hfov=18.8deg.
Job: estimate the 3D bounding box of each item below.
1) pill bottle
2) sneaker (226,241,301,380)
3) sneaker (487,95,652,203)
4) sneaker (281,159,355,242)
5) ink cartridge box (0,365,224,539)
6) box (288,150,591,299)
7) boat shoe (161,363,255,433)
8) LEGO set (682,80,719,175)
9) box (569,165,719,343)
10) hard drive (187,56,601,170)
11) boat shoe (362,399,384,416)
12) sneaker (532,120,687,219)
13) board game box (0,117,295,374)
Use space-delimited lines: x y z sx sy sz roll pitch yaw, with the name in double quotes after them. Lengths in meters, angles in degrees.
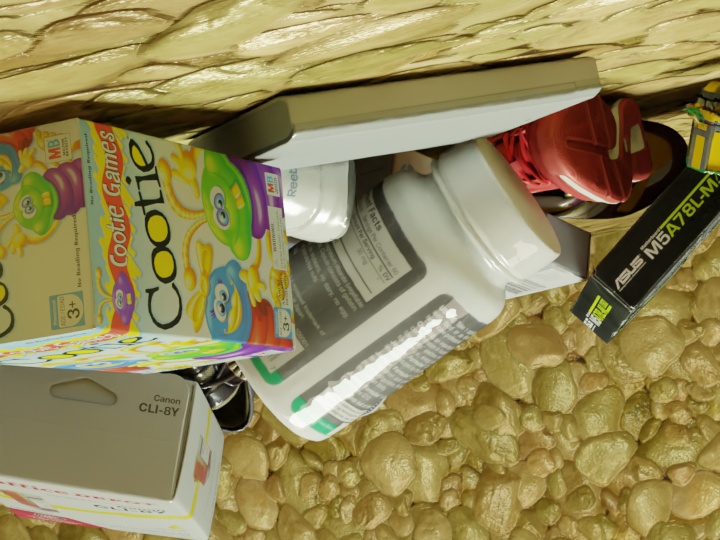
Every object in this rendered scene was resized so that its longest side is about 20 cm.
0.019 0.009 1.366 0.200 0.113 0.113 -35 171 13 "pill bottle"
0.000 0.000 1.484 0.200 0.071 0.112 -29 -172 14 "sneaker"
0.118 -0.069 1.440 0.115 0.079 0.200 -15 175 22 "sneaker"
-0.086 -0.043 1.346 0.087 0.075 0.200 8 162 -33 "sneaker"
-0.175 0.121 1.453 0.145 0.084 0.200 7 166 4 "ink cartridge box"
0.042 -0.026 1.559 0.200 0.041 0.156 21 156 -38 "box"
-0.109 0.066 1.511 0.072 0.065 0.200 -33 161 -4 "boat shoe"
0.312 -0.115 1.396 0.199 0.116 0.154 -6 -156 -31 "LEGO set"
0.238 -0.042 1.580 0.200 0.047 0.193 -48 175 -4 "box"
0.018 -0.085 1.226 0.199 0.026 0.132 -11 177 -30 "hard drive"
-0.039 0.017 1.621 0.071 0.200 0.070 -34 142 21 "boat shoe"
0.164 -0.071 1.594 0.199 0.075 0.090 -12 -178 -20 "sneaker"
-0.127 -0.007 1.111 0.103 0.105 0.200 -9 172 26 "board game box"
